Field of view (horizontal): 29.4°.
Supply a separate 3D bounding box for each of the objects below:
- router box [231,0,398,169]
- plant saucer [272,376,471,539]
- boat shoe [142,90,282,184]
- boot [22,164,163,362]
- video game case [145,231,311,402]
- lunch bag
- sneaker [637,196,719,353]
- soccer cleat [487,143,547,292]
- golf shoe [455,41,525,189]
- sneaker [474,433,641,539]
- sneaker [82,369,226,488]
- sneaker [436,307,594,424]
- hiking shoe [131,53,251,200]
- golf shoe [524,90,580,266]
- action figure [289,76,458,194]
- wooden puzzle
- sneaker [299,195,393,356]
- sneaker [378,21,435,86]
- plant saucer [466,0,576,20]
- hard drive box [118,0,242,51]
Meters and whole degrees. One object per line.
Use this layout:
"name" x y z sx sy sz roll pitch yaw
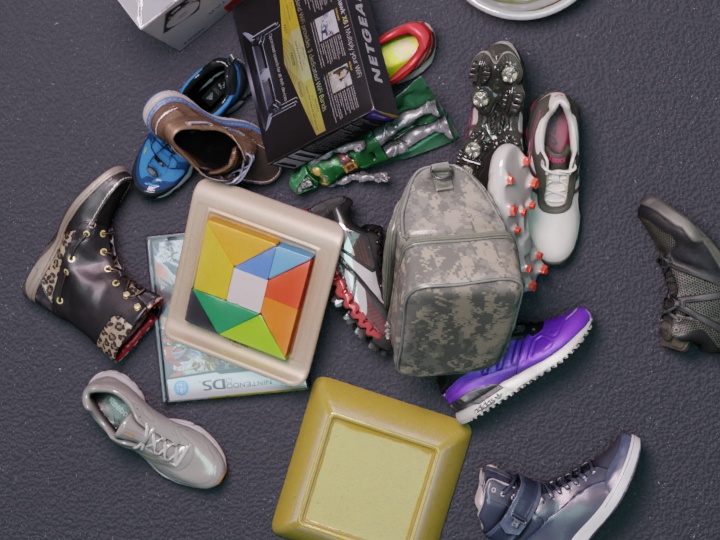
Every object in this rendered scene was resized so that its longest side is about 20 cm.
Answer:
"router box" -0.054 -0.237 1.545 0.156 0.052 0.202 -23 74 33
"plant saucer" 0.011 0.250 1.618 0.198 0.048 0.202 17 94 4
"boat shoe" -0.159 -0.132 1.550 0.072 0.199 0.073 -51 47 19
"boot" -0.291 -0.006 1.607 0.150 0.073 0.201 39 101 11
"video game case" -0.157 0.050 1.634 0.179 0.026 0.202 -6 92 5
"lunch bag" 0.092 0.001 1.503 0.138 0.201 0.169 -4 56 -5
"sneaker" 0.364 0.016 1.564 0.114 0.076 0.200 -39 94 -1
"soccer cleat" 0.158 -0.057 1.536 0.077 0.069 0.201 18 139 33
"golf shoe" 0.157 -0.162 1.568 0.076 0.088 0.202 12 117 10
"sneaker" 0.220 0.245 1.585 0.146 0.077 0.203 35 96 0
"sneaker" -0.250 0.197 1.615 0.199 0.092 0.076 34 95 2
"sneaker" 0.171 0.085 1.586 0.199 0.070 0.100 -35 87 5
"hiking shoe" -0.207 -0.172 1.596 0.074 0.087 0.201 37 94 9
"golf shoe" 0.216 -0.104 1.567 0.076 0.088 0.202 -1 94 3
"action figure" 0.007 -0.139 1.585 0.199 0.118 0.055 -24 48 14
"wooden puzzle" -0.127 0.016 1.569 0.184 0.037 0.202 20 109 11
"sneaker" 0.000 0.000 1.596 0.097 0.071 0.201 -32 95 -3
"sneaker" -0.001 -0.223 1.580 0.200 0.085 0.077 -39 88 5
"plant saucer" 0.185 -0.385 1.575 0.198 0.050 0.202 0 92 5
"hard drive box" -0.186 -0.333 1.533 0.155 0.200 0.077 -37 90 6
